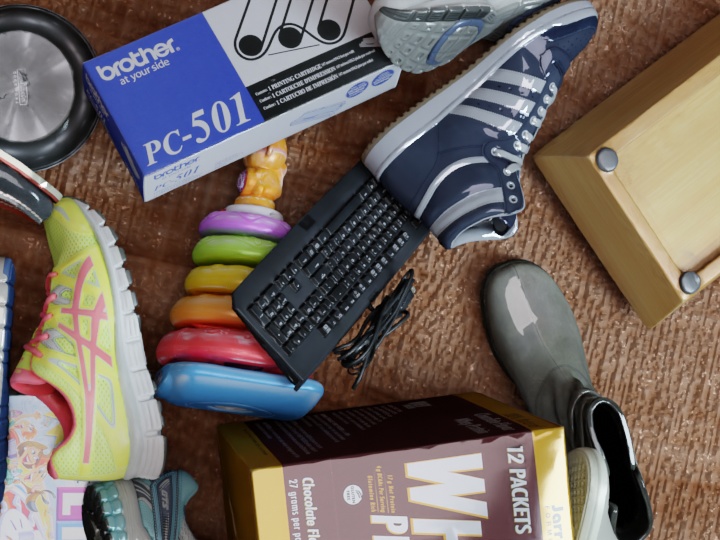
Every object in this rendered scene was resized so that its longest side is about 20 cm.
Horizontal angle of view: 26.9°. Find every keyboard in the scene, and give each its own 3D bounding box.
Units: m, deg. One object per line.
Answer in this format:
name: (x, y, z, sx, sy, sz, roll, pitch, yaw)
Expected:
keyboard: (0.000, 0.000, 1.019, 0.104, 0.039, 0.200, 51, 45, -10)

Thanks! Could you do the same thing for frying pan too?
frying pan: (-0.199, -0.113, 1.041, 0.188, 0.031, 0.116, 19, 89, -8)

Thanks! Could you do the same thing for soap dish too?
soap dish: (0.250, -0.077, 1.101, 0.199, 0.081, 0.158, -36, 98, -9)

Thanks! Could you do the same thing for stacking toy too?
stacking toy: (-0.077, -0.004, 1.038, 0.109, 0.116, 0.202, 10, 78, -14)

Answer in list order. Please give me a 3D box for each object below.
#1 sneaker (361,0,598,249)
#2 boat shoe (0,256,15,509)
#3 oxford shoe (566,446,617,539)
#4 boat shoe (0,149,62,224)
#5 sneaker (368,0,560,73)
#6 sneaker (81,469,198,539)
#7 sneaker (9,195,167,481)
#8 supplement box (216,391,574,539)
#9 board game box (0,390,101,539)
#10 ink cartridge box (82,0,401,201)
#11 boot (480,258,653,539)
sneaker: (0.109, -0.097, 1.062, 0.199, 0.070, 0.109, -37, 76, -6)
boat shoe: (-0.266, 0.091, 0.980, 0.071, 0.072, 0.202, 3, 81, -6)
oxford shoe: (0.152, 0.196, 1.004, 0.057, 0.076, 0.202, -1, 125, -3)
boat shoe: (-0.296, -0.068, 0.993, 0.198, 0.071, 0.063, 22, 75, -2)
sneaker: (0.064, -0.196, 1.040, 0.199, 0.074, 0.088, -26, 80, -50)
sneaker: (-0.114, 0.226, 0.999, 0.086, 0.078, 0.202, -16, 84, -24)
sneaker: (-0.191, 0.046, 0.997, 0.089, 0.078, 0.202, -12, 73, -17)
supplement box: (0.018, 0.168, 1.002, 0.198, 0.197, 0.134, -6, 93, -11)
board game box: (-0.239, 0.184, 1.035, 0.133, 0.034, 0.203, 1, 91, -12)
ink cartridge box: (-0.079, -0.132, 1.025, 0.199, 0.044, 0.095, -27, 74, -17)
boot: (0.153, 0.087, 1.060, 0.067, 0.131, 0.202, -20, 95, -10)
